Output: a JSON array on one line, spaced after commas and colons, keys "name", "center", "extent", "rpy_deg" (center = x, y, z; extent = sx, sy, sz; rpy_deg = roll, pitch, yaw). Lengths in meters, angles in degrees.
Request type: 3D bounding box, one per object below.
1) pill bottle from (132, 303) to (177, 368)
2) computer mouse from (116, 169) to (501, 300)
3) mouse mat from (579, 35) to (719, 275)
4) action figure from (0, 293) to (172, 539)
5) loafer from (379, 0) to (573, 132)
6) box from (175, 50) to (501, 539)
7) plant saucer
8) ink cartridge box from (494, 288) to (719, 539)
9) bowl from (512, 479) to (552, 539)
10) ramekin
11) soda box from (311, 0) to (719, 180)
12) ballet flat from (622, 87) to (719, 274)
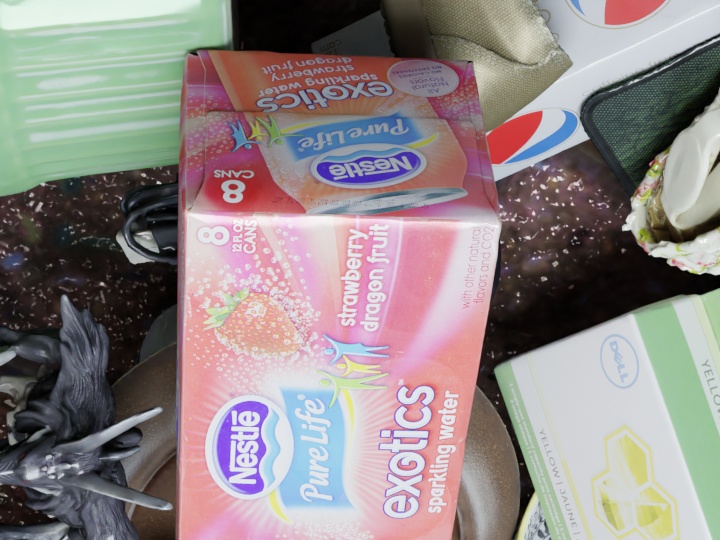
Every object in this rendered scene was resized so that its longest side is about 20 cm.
[{"name": "pill bottle", "center": [-0.078, 0.121, 0.849], "extent": [0.111, 0.111, 0.200], "rpy_deg": [20, 118, -7]}, {"name": "computer mouse", "center": [0.000, 0.000, 0.740], "extent": [0.138, 0.200, 0.053], "rpy_deg": [-10, 75, 19]}, {"name": "mouse mat", "center": [0.204, -0.068, 0.738], "extent": [0.200, 0.008, 0.161], "rpy_deg": [-25, 144, 16]}, {"name": "action figure", "center": [-0.148, 0.071, 0.691], "extent": [0.102, 0.200, 0.119], "rpy_deg": [-17, 99, -29]}, {"name": "loafer", "center": [0.032, -0.148, 0.684], "extent": [0.067, 0.076, 0.200], "rpy_deg": [-14, 90, 7]}, {"name": "box", "center": [-0.015, 0.031, 0.628], "extent": [0.102, 0.095, 0.200], "rpy_deg": [3, 129, -5]}, {"name": "plant saucer", "center": [-0.029, 0.110, 0.763], "extent": [0.200, 0.032, 0.200], "rpy_deg": [-2, 123, -3]}, {"name": "ink cartridge box", "center": [0.146, 0.080, 0.709], "extent": [0.200, 0.048, 0.146], "rpy_deg": [-28, 78, 58]}, {"name": "bowl", "center": [0.135, 0.169, 0.847], "extent": [0.201, 0.201, 0.094], "rpy_deg": [35, 153, -15]}, {"name": "ramekin", "center": [-0.097, -0.130, 0.666], "extent": [0.097, 0.200, 0.200], "rpy_deg": [-3, 119, -2]}, {"name": "soda box", "center": [0.085, -0.097, 0.728], "extent": [0.200, 0.068, 0.064], "rpy_deg": [-24, 156, 16]}, {"name": "ballet flat", "center": [0.162, -0.061, 0.661], "extent": [0.064, 0.076, 0.200], "rpy_deg": [-3, 143, -26]}]
